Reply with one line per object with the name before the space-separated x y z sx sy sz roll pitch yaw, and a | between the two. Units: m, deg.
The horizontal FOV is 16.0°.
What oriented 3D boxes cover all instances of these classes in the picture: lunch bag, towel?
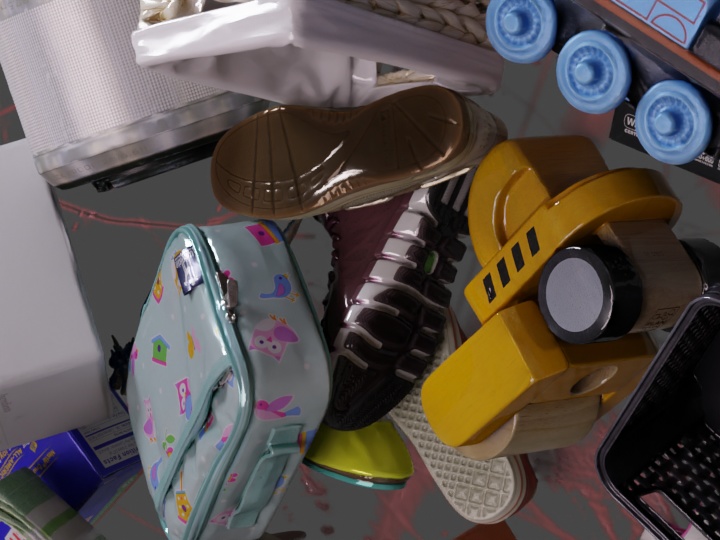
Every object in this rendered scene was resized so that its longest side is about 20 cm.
lunch bag | -0.086 0.074 1.610 0.200 0.077 0.160 113 147 -48
towel | -0.173 0.213 1.745 0.200 0.153 0.023 43 93 1

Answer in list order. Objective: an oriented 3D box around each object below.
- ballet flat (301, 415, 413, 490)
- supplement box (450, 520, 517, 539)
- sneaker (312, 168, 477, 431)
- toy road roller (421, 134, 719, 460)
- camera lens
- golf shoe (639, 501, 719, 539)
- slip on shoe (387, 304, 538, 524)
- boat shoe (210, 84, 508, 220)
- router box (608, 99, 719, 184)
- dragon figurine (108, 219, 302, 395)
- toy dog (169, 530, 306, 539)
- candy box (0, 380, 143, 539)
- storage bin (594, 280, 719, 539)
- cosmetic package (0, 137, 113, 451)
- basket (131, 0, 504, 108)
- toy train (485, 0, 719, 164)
ballet flat | -0.026 0.093 1.680 0.200 0.067 0.067 16 101 62
supplement box | 0.027 0.236 1.717 0.200 0.067 0.069 -37 81 39
sneaker | 0.000 0.000 1.627 0.116 0.076 0.200 19 79 44
toy road roller | 0.114 0.008 1.544 0.200 0.123 0.146 -48 60 37
camera lens | -0.157 -0.159 1.664 0.160 0.160 0.200 -15 96 40
golf shoe | 0.181 0.208 1.596 0.200 0.075 0.092 -32 69 38
slip on shoe | 0.053 0.074 1.647 0.074 0.061 0.200 -36 69 18
boat shoe | -0.003 -0.069 1.576 0.200 0.065 0.072 -12 77 35
router box | 0.248 -0.114 1.430 0.200 0.062 0.150 24 118 29
dragon figurine | -0.111 0.027 1.757 0.099 0.059 0.200 37 126 22
toy dog | -0.074 0.214 1.749 0.096 0.200 0.132 28 112 -13
candy box | -0.265 0.113 1.893 0.200 0.077 0.169 53 127 12
storage bin | 0.235 0.086 1.452 0.135 0.094 0.200 44 145 15
cosmetic package | -0.286 0.034 1.740 0.165 0.200 0.165 100 153 -72
basket | -0.023 -0.171 1.523 0.136 0.200 0.123 -5 82 39
toy train | 0.156 -0.140 1.399 0.200 0.087 0.114 36 117 23
